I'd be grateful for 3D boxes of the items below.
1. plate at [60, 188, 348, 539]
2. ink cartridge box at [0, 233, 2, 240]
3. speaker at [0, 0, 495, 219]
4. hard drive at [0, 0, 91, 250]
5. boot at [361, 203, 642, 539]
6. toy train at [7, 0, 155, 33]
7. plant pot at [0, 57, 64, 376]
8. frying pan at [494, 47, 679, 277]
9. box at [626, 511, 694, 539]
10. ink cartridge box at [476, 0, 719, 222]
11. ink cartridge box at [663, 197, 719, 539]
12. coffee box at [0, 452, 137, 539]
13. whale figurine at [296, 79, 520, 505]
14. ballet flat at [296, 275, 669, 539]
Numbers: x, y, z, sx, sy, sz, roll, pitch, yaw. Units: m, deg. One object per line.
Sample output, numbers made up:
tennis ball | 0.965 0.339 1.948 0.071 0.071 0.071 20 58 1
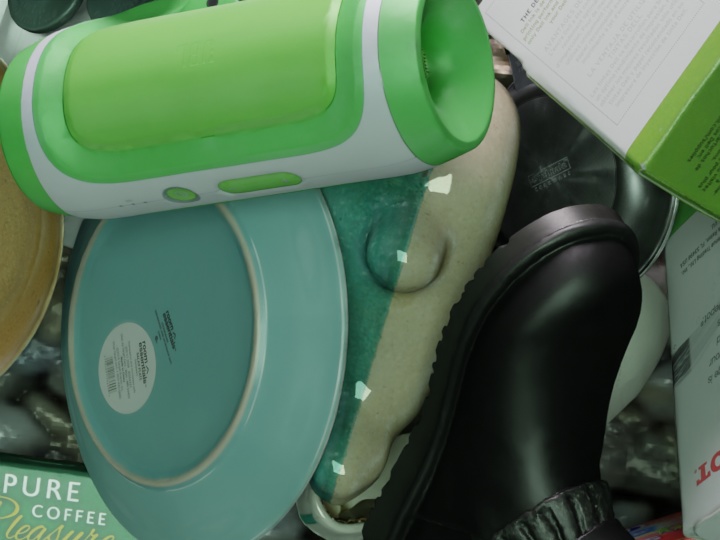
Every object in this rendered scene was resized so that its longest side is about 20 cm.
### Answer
plate | -0.080 0.027 1.209 0.200 0.026 0.201 -4 85 47
ink cartridge box | -0.260 0.013 1.287 0.109 0.050 0.200 43 107 2
speaker | -0.049 -0.072 1.140 0.199 0.088 0.089 -7 91 27
hard drive | -0.089 -0.064 1.294 0.199 0.027 0.132 20 92 3
boot | 0.094 0.096 1.132 0.158 0.079 0.212 48 129 39
toy train | -0.110 -0.168 1.215 0.199 0.085 0.114 5 74 37
plant pot | -0.224 -0.030 1.230 0.199 0.027 0.201 2 101 11
frying pan | 0.095 -0.080 1.255 0.115 0.031 0.191 3 95 41
box | 0.120 0.175 1.252 0.199 0.095 0.103 -18 90 3
ink cartridge box | 0.133 -0.133 1.187 0.076 0.200 0.148 27 103 -39
ink cartridge box | 0.204 0.010 1.171 0.084 0.146 0.201 20 50 -24
coffee box | -0.154 0.187 1.293 0.122 0.044 0.201 6 92 2
whale figurine | 0.000 0.000 1.208 0.103 0.159 0.201 19 84 0
ballet flat | 0.059 0.068 1.269 0.200 0.069 0.070 -31 89 3
